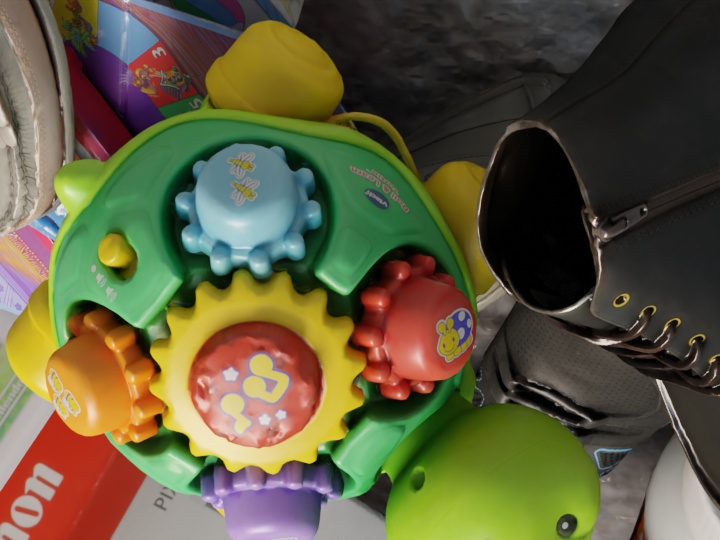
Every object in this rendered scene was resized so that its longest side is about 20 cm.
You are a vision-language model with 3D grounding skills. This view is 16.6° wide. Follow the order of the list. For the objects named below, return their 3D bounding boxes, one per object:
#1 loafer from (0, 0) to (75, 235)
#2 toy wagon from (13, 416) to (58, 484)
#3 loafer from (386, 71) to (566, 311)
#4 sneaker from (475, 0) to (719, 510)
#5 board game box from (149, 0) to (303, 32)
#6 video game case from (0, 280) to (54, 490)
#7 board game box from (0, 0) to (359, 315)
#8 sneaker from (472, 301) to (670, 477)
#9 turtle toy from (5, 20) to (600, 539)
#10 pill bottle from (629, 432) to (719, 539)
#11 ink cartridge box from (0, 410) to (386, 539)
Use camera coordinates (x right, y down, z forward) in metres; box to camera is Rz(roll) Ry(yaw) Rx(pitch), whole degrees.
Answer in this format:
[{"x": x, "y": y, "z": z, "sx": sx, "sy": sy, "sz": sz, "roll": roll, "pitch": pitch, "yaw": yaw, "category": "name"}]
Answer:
[{"x": -0.143, "y": -0.095, "z": 0.745, "sx": 0.072, "sy": 0.063, "sz": 0.200, "roll": 2, "pitch": 119, "yaw": 28, "category": "loafer"}, {"x": -0.161, "y": 0.100, "z": 1.005, "sx": 0.040, "sy": 0.200, "sz": 0.155, "roll": -14, "pitch": 144, "yaw": -39, "category": "toy wagon"}, {"x": 0.000, "y": 0.000, "z": 0.867, "sx": 0.200, "sy": 0.070, "sz": 0.070, "roll": -34, "pitch": 113, "yaw": 31, "category": "loafer"}, {"x": 0.091, "y": 0.016, "z": 0.759, "sx": 0.075, "sy": 0.106, "sz": 0.200, "roll": 10, "pitch": 126, "yaw": 44, "category": "sneaker"}, {"x": -0.134, "y": -0.114, "z": 0.824, "sx": 0.200, "sy": 0.034, "sz": 0.134, "roll": -11, "pitch": 137, "yaw": 32, "category": "board game box"}, {"x": -0.221, "y": 0.054, "z": 0.912, "sx": 0.182, "sy": 0.200, "sz": 0.022, "roll": 31, "pitch": 172, "yaw": 13, "category": "video game case"}, {"x": -0.087, "y": -0.019, "z": 0.824, "sx": 0.200, "sy": 0.039, "sz": 0.158, "roll": 19, "pitch": 133, "yaw": 13, "category": "board game box"}, {"x": 0.070, "y": 0.058, "z": 0.908, "sx": 0.073, "sy": 0.082, "sz": 0.200, "roll": 35, "pitch": 156, "yaw": 9, "category": "sneaker"}, {"x": -0.011, "y": 0.029, "z": 0.754, "sx": 0.200, "sy": 0.101, "sz": 0.146, "roll": 35, "pitch": 108, "yaw": -13, "category": "turtle toy"}, {"x": 0.157, "y": 0.107, "z": 0.929, "sx": 0.109, "sy": 0.110, "sz": 0.200, "roll": 12, "pitch": 156, "yaw": 5, "category": "pill bottle"}, {"x": -0.086, "y": 0.130, "z": 0.924, "sx": 0.200, "sy": 0.163, "sz": 0.057, "roll": 34, "pitch": 166, "yaw": -18, "category": "ink cartridge box"}]
